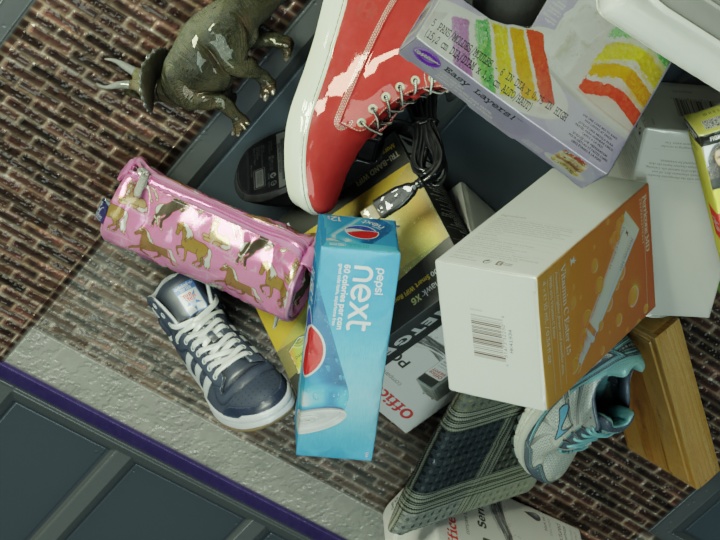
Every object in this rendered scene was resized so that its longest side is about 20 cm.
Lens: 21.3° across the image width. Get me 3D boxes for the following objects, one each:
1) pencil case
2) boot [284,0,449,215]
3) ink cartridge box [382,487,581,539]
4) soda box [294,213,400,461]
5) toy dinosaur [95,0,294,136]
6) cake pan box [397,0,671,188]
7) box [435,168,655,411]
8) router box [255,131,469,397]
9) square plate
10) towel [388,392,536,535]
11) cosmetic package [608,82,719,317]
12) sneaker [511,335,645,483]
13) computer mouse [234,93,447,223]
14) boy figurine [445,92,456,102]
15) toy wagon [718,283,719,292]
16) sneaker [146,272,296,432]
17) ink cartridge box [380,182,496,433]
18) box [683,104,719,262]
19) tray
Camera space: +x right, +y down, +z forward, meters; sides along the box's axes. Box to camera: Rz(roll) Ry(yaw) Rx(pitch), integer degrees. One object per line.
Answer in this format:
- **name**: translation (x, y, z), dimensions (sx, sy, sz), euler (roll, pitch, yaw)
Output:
- **pencil case**: translation (-0.126, -0.027, 1.656), dimensions (0.200, 0.087, 0.083), euler (24, 91, 11)
- **boot**: translation (0.024, -0.132, 1.559), dimensions (0.144, 0.072, 0.201), euler (16, 92, 22)
- **ink cartridge box**: translation (0.131, 0.300, 1.924), dimensions (0.200, 0.146, 0.084), euler (26, 121, -22)
- **soda box**: translation (-0.012, 0.058, 1.595), dimensions (0.068, 0.064, 0.201), euler (5, 116, -5)
- **toy dinosaur**: translation (-0.119, -0.179, 1.592), dimensions (0.102, 0.077, 0.200), euler (33, 121, -33)
- **cake pan box**: translation (0.151, -0.197, 1.521), dimensions (0.200, 0.184, 0.052), euler (36, 160, -9)
- **box**: translation (0.160, 0.012, 1.612), dimensions (0.097, 0.200, 0.125), euler (10, 121, 33)
- **router box**: translation (0.000, 0.000, 1.684), dimensions (0.200, 0.158, 0.052), euler (-37, 155, 21)
- **square plate**: translation (0.264, -0.223, 1.508), dimensions (0.198, 0.200, 0.028), euler (27, 131, -22)
- **towel**: translation (0.128, 0.159, 1.835), dimensions (0.200, 0.035, 0.193), euler (-10, 134, -43)
- **cosmetic package**: translation (0.276, -0.061, 1.703), dimensions (0.107, 0.085, 0.200), euler (4, 127, -8)
- **sneaker**: translation (0.205, 0.134, 1.777), dimensions (0.077, 0.086, 0.200), euler (-19, 139, -37)
- **computer mouse**: translation (-0.010, -0.080, 1.640), dimensions (0.200, 0.141, 0.046), euler (-24, 138, 14)
- **boy figurine**: translation (0.159, -0.202, 1.602), dimensions (0.199, 0.065, 0.125), euler (-13, 126, 5)
- **toy wagon**: translation (0.433, 0.004, 1.792), dimensions (0.155, 0.040, 0.200), euler (-37, 121, 22)
- **sneaker**: translation (-0.129, 0.064, 1.708), dimensions (0.070, 0.200, 0.109), euler (-31, 119, -13)
- **ink cartridge box**: translation (0.067, 0.038, 1.762), dimensions (0.200, 0.083, 0.147), euler (-38, 121, 21)
- **box**: translation (0.335, -0.048, 1.626), dimensions (0.075, 0.050, 0.200), euler (-16, 118, 3)
- **tray**: translation (0.278, 0.112, 1.822), dimensions (0.037, 0.099, 0.200), euler (-36, 128, -20)
